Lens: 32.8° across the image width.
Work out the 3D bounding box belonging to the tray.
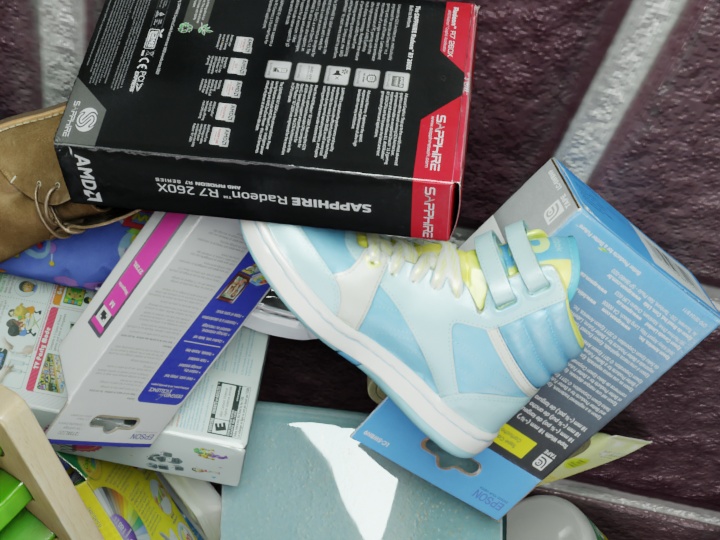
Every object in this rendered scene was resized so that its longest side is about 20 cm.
[{"bbox_3d":[-0.156,0.143,0.952,0.200,0.022,0.108,44,159,31],"label":"tray"}]

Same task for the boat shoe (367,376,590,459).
[{"bbox_3d":[0.089,0.079,0.875,0.199,0.069,0.075,27,132,-32],"label":"boat shoe"}]

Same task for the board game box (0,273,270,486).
[{"bbox_3d":[-0.162,0.048,0.823,0.198,0.149,0.064,12,148,-3],"label":"board game box"}]

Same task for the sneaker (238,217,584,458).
[{"bbox_3d":[0.039,-0.003,0.653,0.130,0.080,0.200,-40,112,19],"label":"sneaker"}]

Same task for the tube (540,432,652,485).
[{"bbox_3d":[0.131,0.157,0.992,0.198,0.058,0.052,-18,112,29],"label":"tube"}]

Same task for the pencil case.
[{"bbox_3d":[-0.206,-0.029,0.779,0.198,0.088,0.078,9,171,1],"label":"pencil case"}]

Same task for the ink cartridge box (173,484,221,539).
[{"bbox_3d":[-0.135,0.251,1.060,0.066,0.117,0.200,18,180,29],"label":"ink cartridge box"}]

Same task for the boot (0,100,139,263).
[{"bbox_3d":[-0.175,-0.046,0.689,0.199,0.076,0.074,-30,127,9],"label":"boot"}]

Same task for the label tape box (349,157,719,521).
[{"bbox_3d":[0.102,0.048,0.765,0.144,0.064,0.200,34,112,-30],"label":"label tape box"}]

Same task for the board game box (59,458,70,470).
[{"bbox_3d":[-0.242,0.155,1.003,0.044,0.136,0.201,-6,142,20],"label":"board game box"}]

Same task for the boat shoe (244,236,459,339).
[{"bbox_3d":[0.000,0.000,0.797,0.198,0.073,0.071,4,139,-12],"label":"boat shoe"}]

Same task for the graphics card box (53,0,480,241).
[{"bbox_3d":[-0.043,-0.086,0.624,0.198,0.126,0.051,6,145,4],"label":"graphics card box"}]

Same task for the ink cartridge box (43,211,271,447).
[{"bbox_3d":[-0.105,0.019,0.705,0.201,0.037,0.094,-54,148,14],"label":"ink cartridge box"}]

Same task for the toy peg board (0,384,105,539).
[{"bbox_3d":[-0.263,0.138,0.739,0.198,0.098,0.201,21,143,33],"label":"toy peg board"}]

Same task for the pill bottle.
[{"bbox_3d":[0.199,0.296,1.118,0.112,0.114,0.200,-14,139,30],"label":"pill bottle"}]

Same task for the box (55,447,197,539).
[{"bbox_3d":[-0.161,0.200,0.876,0.048,0.117,0.201,-27,98,7],"label":"box"}]

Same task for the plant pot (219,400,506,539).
[{"bbox_3d":[0.013,0.203,0.914,0.198,0.198,0.196,0,170,9],"label":"plant pot"}]
